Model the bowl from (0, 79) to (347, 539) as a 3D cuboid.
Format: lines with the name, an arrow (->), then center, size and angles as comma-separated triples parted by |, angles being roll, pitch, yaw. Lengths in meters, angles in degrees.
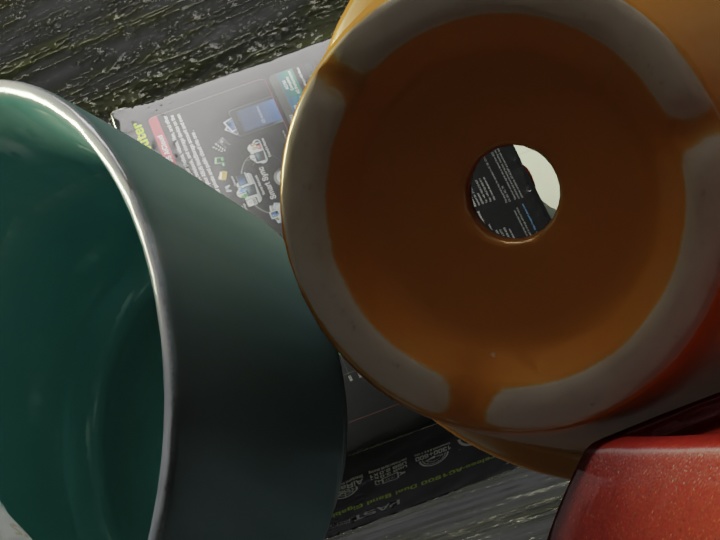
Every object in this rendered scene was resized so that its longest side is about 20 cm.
bowl -> -0.079, 0.049, 0.831 | 0.105, 0.201, 0.201 | 8, -19, -42

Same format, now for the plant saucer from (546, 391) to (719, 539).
plant saucer -> 0.152, 0.031, 0.667 | 0.199, 0.037, 0.200 | -20, 1, -13

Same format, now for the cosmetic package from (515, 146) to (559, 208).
cosmetic package -> 0.199, -0.062, 1.415 | 0.200, 0.165, 0.165 | -21, 0, -33

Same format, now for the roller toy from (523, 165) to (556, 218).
roller toy -> 0.016, 0.020, 1.254 | 0.182, 0.140, 0.200 | -23, -8, -45

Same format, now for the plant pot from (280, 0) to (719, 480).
plant pot -> 0.064, -0.026, 0.796 | 0.200, 0.200, 0.183 | -20, 0, 18

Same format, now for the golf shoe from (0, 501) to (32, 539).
golf shoe -> -0.128, 0.065, 0.765 | 0.094, 0.200, 0.078 | -7, -25, 16

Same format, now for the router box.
router box -> 0.000, 0.000, 1.106 | 0.150, 0.200, 0.062 | -19, -33, -8
